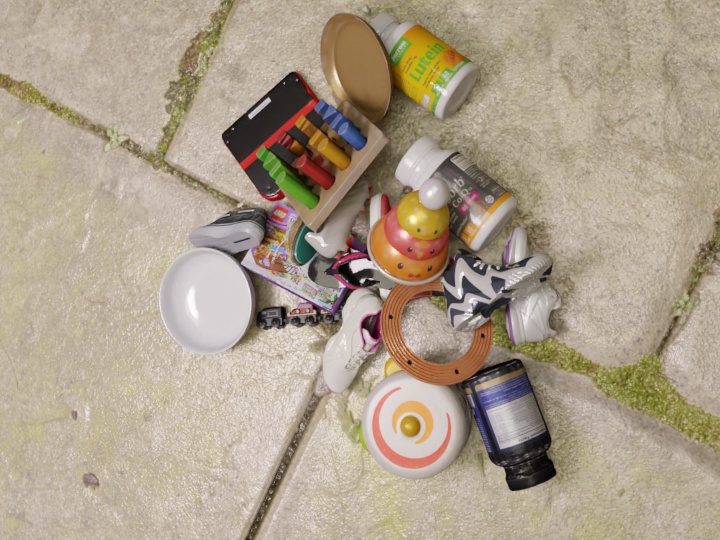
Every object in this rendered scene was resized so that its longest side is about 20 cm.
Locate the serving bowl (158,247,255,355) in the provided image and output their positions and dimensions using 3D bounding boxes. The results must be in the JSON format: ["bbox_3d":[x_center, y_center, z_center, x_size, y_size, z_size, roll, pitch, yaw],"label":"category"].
[{"bbox_3d":[-0.282,0.055,1.548,0.198,0.066,0.203,2,95,20],"label":"serving bowl"}]

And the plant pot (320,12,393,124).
[{"bbox_3d":[-0.003,-0.359,1.449,0.027,0.200,0.201,-26,79,-30],"label":"plant pot"}]

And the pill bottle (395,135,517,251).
[{"bbox_3d":[0.163,-0.136,1.410,0.200,0.116,0.117,41,99,13],"label":"pill bottle"}]

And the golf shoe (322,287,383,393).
[{"bbox_3d":[-0.009,0.134,1.452,0.091,0.075,0.202,36,110,57],"label":"golf shoe"}]

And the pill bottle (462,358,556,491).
[{"bbox_3d":[0.255,0.260,1.374,0.111,0.112,0.202,-22,83,14],"label":"pill bottle"}]

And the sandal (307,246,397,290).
[{"bbox_3d":[0.000,0.000,1.423,0.198,0.045,0.076,5,100,13],"label":"sandal"}]

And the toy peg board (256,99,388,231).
[{"bbox_3d":[-0.080,-0.207,1.401,0.200,0.098,0.200,-50,34,9],"label":"toy peg board"}]

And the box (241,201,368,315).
[{"bbox_3d":[-0.102,-0.023,1.502,0.199,0.039,0.138,27,80,15],"label":"box"}]

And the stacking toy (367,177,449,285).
[{"bbox_3d":[0.095,-0.082,1.317,0.144,0.201,0.147,5,58,-8],"label":"stacking toy"}]

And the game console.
[{"bbox_3d":[-0.149,-0.251,1.548,0.199,0.031,0.178,-39,75,11],"label":"game console"}]

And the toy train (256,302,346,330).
[{"bbox_3d":[-0.102,0.081,1.521,0.198,0.034,0.046,-5,76,15],"label":"toy train"}]

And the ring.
[{"bbox_3d":[0.128,0.097,1.379,0.198,0.019,0.203,5,67,-12],"label":"ring"}]

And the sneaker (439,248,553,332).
[{"bbox_3d":[0.212,-0.001,1.346,0.199,0.079,0.130,-41,58,30],"label":"sneaker"}]

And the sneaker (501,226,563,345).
[{"bbox_3d":[0.294,0.024,1.399,0.098,0.075,0.202,-5,95,7],"label":"sneaker"}]

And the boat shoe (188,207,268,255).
[{"bbox_3d":[-0.242,-0.074,1.534,0.199,0.072,0.071,-5,47,40],"label":"boat shoe"}]

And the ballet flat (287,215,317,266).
[{"bbox_3d":[-0.093,-0.088,1.469,0.065,0.071,0.201,4,49,33],"label":"ballet flat"}]

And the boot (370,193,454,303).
[{"bbox_3d":[0.095,-0.047,1.452,0.143,0.072,0.202,-10,94,14],"label":"boot"}]

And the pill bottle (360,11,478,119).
[{"bbox_3d":[0.099,-0.367,1.437,0.199,0.111,0.111,39,98,13],"label":"pill bottle"}]

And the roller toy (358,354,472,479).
[{"bbox_3d":[0.099,0.257,1.403,0.181,0.140,0.202,27,95,14],"label":"roller toy"}]

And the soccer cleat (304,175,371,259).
[{"bbox_3d":[-0.036,-0.108,1.437,0.077,0.201,0.069,32,139,-12],"label":"soccer cleat"}]
